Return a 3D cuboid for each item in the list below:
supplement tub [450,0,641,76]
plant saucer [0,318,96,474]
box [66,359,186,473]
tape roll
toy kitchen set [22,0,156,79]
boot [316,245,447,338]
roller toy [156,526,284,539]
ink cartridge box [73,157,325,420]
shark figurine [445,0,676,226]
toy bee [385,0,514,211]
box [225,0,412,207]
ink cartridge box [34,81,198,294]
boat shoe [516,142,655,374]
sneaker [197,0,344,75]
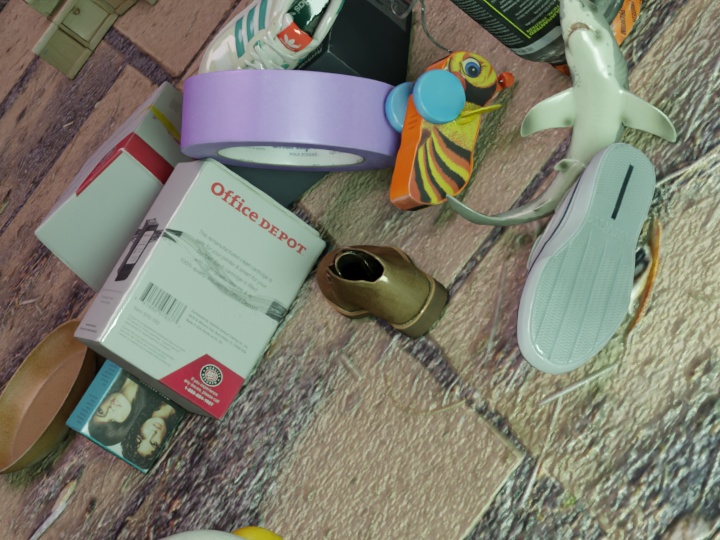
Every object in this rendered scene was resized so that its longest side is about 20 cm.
[{"bbox_3d":[0.129,-0.255,1.504,0.122,0.200,0.123,-41,27,26],"label":"supplement tub"},{"bbox_3d":[-0.350,0.147,2.036,0.200,0.035,0.200,-41,28,27],"label":"plant saucer"},{"bbox_3d":[-0.193,0.088,1.775,0.200,0.082,0.049,-59,24,-10],"label":"box"},{"bbox_3d":[-0.062,-0.134,1.665,0.200,0.200,0.066,-3,84,60],"label":"tape roll"},{"bbox_3d":[-0.429,-0.405,2.743,0.200,0.163,0.180,-54,24,0],"label":"toy kitchen set"},{"bbox_3d":[0.000,0.000,1.557,0.074,0.075,0.200,-58,24,-6],"label":"boot"},{"bbox_3d":[-0.121,0.278,1.283,0.140,0.200,0.183,-26,71,46],"label":"roller toy"},{"bbox_3d":[-0.149,0.016,1.714,0.200,0.145,0.083,-60,23,-12],"label":"ink cartridge box"},{"bbox_3d":[0.166,-0.098,1.417,0.215,0.128,0.090,-61,-7,27],"label":"shark figurine"},{"bbox_3d":[0.085,-0.148,1.588,0.131,0.109,0.200,29,110,62],"label":"toy bee"},{"bbox_3d":[-0.054,-0.188,1.860,0.200,0.104,0.182,-37,28,33],"label":"box"},{"bbox_3d":[-0.217,-0.074,1.911,0.145,0.145,0.200,-41,14,24],"label":"ink cartridge box"},{"bbox_3d":[0.156,0.000,1.302,0.200,0.074,0.067,-58,8,-33],"label":"boat shoe"},{"bbox_3d":[-0.085,-0.218,1.744,0.200,0.070,0.093,-48,19,7],"label":"sneaker"}]
